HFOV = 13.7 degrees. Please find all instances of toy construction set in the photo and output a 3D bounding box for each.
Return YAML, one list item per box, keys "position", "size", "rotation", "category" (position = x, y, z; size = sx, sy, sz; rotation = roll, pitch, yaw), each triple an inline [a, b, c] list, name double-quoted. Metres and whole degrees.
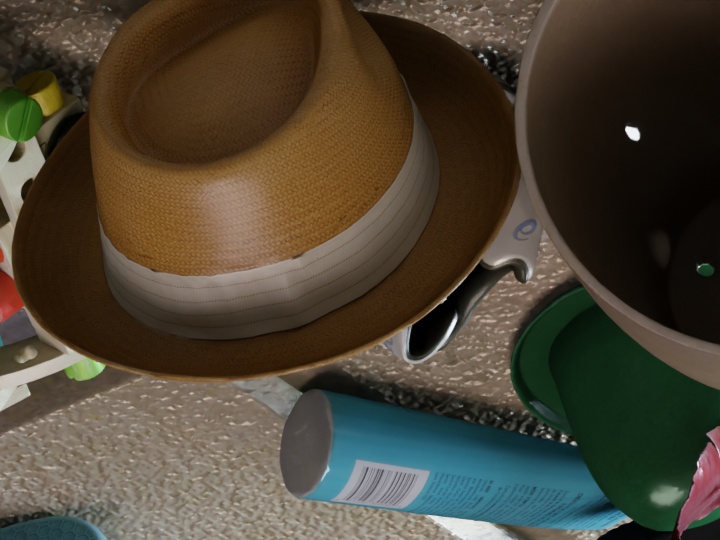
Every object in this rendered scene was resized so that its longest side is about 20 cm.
- position: [-0.152, -0.005, 1.169]
  size: [0.131, 0.092, 0.200]
  rotation: [-39, 145, -26]
  category: "toy construction set"

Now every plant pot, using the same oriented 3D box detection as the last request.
- position: [0.158, -0.025, 1.137]
  size: [0.187, 0.188, 0.200]
  rotation: [-6, 160, 5]
  category: "plant pot"

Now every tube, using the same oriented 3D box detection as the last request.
- position: [0.060, 0.097, 1.414]
  size: [0.200, 0.050, 0.077]
  rotation: [12, 158, -28]
  category: "tube"

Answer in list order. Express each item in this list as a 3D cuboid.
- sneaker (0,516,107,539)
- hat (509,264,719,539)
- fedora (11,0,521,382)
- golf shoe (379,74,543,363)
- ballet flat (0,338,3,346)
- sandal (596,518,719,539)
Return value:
- position: [-0.203, 0.195, 1.512]
  size: [0.200, 0.080, 0.131]
  rotation: [-9, 145, 11]
  category: "sneaker"
- position: [0.147, 0.107, 1.310]
  size: [0.200, 0.176, 0.166]
  rotation: [24, 139, -34]
  category: "hat"
- position: [-0.039, -0.049, 1.061]
  size: [0.200, 0.201, 0.082]
  rotation: [-7, 132, 7]
  category: "fedora"
- position: [0.000, 0.000, 1.215]
  size: [0.078, 0.097, 0.200]
  rotation: [19, 142, -32]
  category: "golf shoe"
- position: [-0.234, 0.002, 1.243]
  size: [0.069, 0.070, 0.200]
  rotation: [-24, 139, 29]
  category: "ballet flat"
- position: [0.198, 0.113, 1.395]
  size: [0.200, 0.045, 0.075]
  rotation: [-26, -175, 23]
  category: "sandal"
